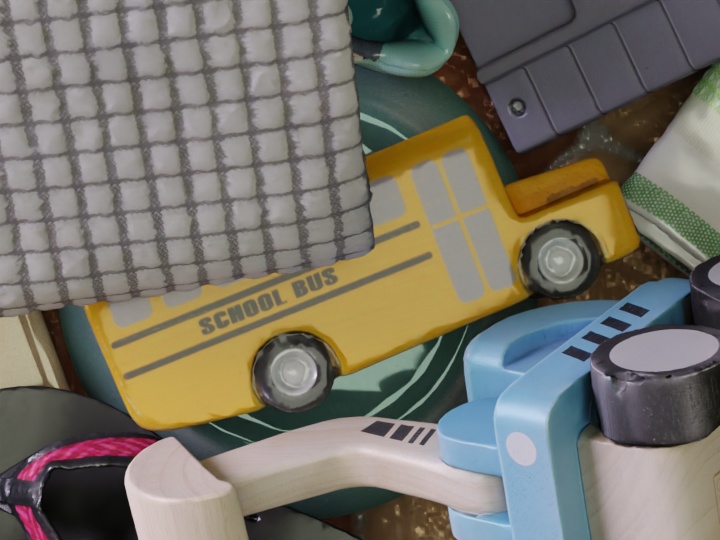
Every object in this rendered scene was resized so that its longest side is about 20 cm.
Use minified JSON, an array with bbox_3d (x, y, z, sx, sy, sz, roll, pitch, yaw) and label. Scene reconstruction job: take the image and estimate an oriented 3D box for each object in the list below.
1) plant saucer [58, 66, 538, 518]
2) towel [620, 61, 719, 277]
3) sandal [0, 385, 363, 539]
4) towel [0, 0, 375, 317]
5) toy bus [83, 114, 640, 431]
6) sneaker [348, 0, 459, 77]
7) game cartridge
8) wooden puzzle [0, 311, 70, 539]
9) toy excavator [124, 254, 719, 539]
[{"bbox_3d":[-0.023,0.003,0.801,0.199,0.036,0.201,0,91,-5],"label":"plant saucer"},{"bbox_3d":[0.212,-0.058,0.763,0.149,0.031,0.200,38,96,9],"label":"towel"},{"bbox_3d":[-0.080,0.095,0.736,0.200,0.045,0.075,19,84,9],"label":"sandal"},{"bbox_3d":[-0.085,-0.088,0.652,0.165,0.086,0.200,-8,122,1],"label":"towel"},{"bbox_3d":[0.000,0.000,0.753,0.200,0.065,0.078,-23,91,-3],"label":"toy bus"},{"bbox_3d":[-0.030,-0.133,0.720,0.200,0.086,0.078,28,102,-45],"label":"sneaker"},{"bbox_3d":[0.075,-0.161,0.774,0.129,0.038,0.200,-25,91,33],"label":"game cartridge"},{"bbox_3d":[-0.198,0.093,0.783,0.185,0.046,0.200,-21,93,-4],"label":"wooden puzzle"},{"bbox_3d":[0.046,0.065,0.694,0.194,0.200,0.100,-32,117,-43],"label":"toy excavator"}]
